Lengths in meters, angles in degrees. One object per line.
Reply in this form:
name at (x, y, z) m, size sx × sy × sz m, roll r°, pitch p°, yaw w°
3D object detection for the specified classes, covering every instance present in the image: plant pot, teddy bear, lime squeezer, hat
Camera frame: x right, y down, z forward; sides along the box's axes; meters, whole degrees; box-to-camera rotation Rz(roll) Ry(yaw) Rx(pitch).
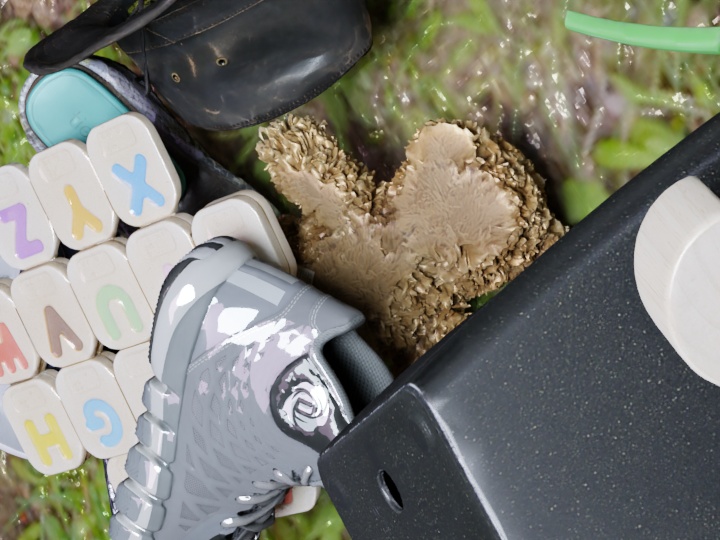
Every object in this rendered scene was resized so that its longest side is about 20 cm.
plant pot at (0.101, 0.073, 0.644) m, size 0.201 × 0.177 × 0.200 m, roll 62°, pitch 158°, yaw 8°
teddy bear at (0.000, 0.000, 0.831) m, size 0.145 × 0.067 × 0.200 m, roll 39°, pitch 118°, yaw 4°
lime squeezer at (0.151, -0.100, 0.627) m, size 0.200 × 0.038 × 0.071 m, roll -28°, pitch 80°, yaw 40°
hat at (-0.047, -0.111, 0.811) m, size 0.200 × 0.201 × 0.081 m, roll -18°, pitch 108°, yaw 39°

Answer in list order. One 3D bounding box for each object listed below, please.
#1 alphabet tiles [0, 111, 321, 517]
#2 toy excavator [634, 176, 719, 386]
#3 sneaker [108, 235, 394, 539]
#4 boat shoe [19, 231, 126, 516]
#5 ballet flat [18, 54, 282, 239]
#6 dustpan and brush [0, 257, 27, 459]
alphabet tiles at (-0.101, 0.033, 0.848) m, size 0.199 × 0.015 × 0.196 m, roll -17°, pitch 102°, yaw 36°
toy excavator at (0.181, -0.065, 0.520) m, size 0.100 × 0.193 × 0.201 m, roll -113°, pitch 23°, yaw -69°
sneaker at (-0.038, 0.093, 0.782) m, size 0.115 × 0.075 × 0.201 m, roll 21°, pitch 120°, yaw 20°
boat shoe at (-0.129, 0.065, 0.941) m, size 0.074 × 0.093 × 0.201 m, roll 2°, pitch 99°, yaw 39°
ballet flat at (-0.083, -0.029, 0.898) m, size 0.072 × 0.072 × 0.200 m, roll -32°, pitch 106°, yaw 38°
dustpan and brush at (-0.239, 0.009, 1.041) m, size 0.200 × 0.057 × 0.140 m, roll 31°, pitch 116°, yaw 31°
